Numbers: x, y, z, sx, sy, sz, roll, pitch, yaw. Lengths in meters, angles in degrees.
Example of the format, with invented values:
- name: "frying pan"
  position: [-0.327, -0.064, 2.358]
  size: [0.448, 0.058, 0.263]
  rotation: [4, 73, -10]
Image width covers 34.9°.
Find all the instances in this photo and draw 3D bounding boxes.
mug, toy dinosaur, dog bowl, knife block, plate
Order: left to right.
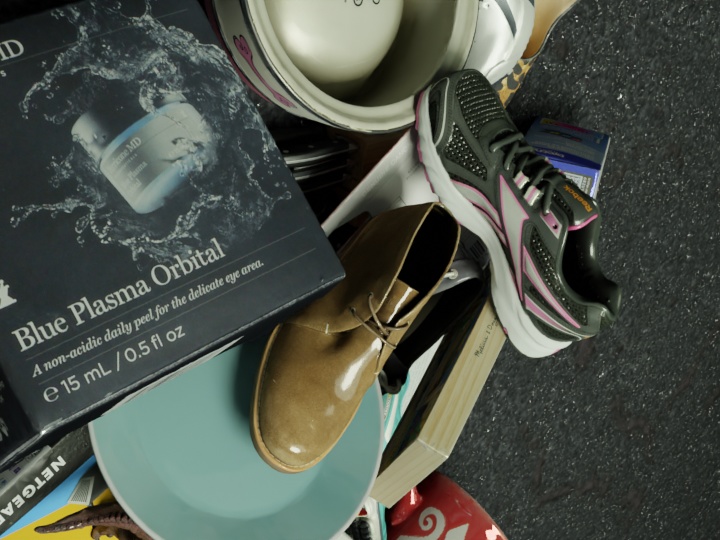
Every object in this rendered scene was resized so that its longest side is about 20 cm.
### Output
- name: "toy dinosaur"
  position: [-0.106, 0.183, 0.758]
  size: [0.199, 0.135, 0.086]
  rotation: [29, 92, -43]
- name: "plate"
  position: [-0.076, 0.085, 0.711]
  size: [0.199, 0.026, 0.202]
  rotation: [12, 65, -27]
- name: "dog bowl"
  position: [-0.016, -0.189, 0.745]
  size: [0.199, 0.074, 0.202]
  rotation: [-3, 94, -40]
- name: "knife block"
  position: [0.005, -0.092, 0.861]
  size: [0.200, 0.064, 0.176]
  rotation: [-52, 141, -6]
- name: "mug"
  position: [0.022, 0.288, 1.084]
  size: [0.200, 0.178, 0.134]
  rotation: [-41, 173, -16]

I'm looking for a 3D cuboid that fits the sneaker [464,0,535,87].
- name: "sneaker"
  position: [0.074, -0.238, 0.846]
  size: [0.129, 0.079, 0.201]
  rotation: [3, 109, -46]

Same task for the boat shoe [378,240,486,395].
- name: "boat shoe"
  position: [0.008, 0.056, 0.803]
  size: [0.200, 0.063, 0.073]
  rotation: [-47, 141, -4]

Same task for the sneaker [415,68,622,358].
- name: "sneaker"
  position: [0.114, -0.045, 0.749]
  size: [0.080, 0.086, 0.201]
  rotation: [-35, 100, -37]

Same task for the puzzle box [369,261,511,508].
- name: "puzzle box"
  position: [0.071, 0.066, 0.828]
  size: [0.201, 0.025, 0.133]
  rotation: [-60, 180, -31]

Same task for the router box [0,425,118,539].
- name: "router box"
  position: [-0.174, 0.136, 0.815]
  size: [0.200, 0.051, 0.150]
  rotation: [-45, 137, -21]

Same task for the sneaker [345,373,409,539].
- name: "sneaker"
  position: [0.014, 0.167, 0.961]
  size: [0.079, 0.077, 0.202]
  rotation: [-16, 119, -34]

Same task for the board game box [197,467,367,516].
- name: "board game box"
  position: [-0.076, 0.136, 0.807]
  size: [0.200, 0.095, 0.030]
  rotation: [26, 95, -53]

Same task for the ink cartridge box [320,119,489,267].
- name: "ink cartridge box"
  position: [0.000, 0.000, 0.836]
  size: [0.200, 0.045, 0.176]
  rotation: [-47, 141, -4]

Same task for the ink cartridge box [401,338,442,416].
- name: "ink cartridge box"
  position: [-0.010, 0.082, 0.981]
  size: [0.199, 0.047, 0.161]
  rotation: [10, 106, -32]

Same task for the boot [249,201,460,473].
- name: "boot"
  position: [-0.002, 0.034, 0.713]
  size: [0.073, 0.075, 0.201]
  rotation: [39, 63, -16]

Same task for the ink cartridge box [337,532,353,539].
- name: "ink cartridge box"
  position: [-0.022, 0.261, 0.905]
  size: [0.084, 0.200, 0.145]
  rotation: [-48, 177, -17]

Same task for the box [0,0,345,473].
- name: "box"
  position: [-0.149, -0.029, 0.625]
  size: [0.196, 0.117, 0.201]
  rotation: [-28, 87, -34]

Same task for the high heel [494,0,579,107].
- name: "high heel"
  position: [0.162, -0.204, 0.906]
  size: [0.071, 0.142, 0.202]
  rotation: [-6, 116, -44]

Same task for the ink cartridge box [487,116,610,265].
- name: "ink cartridge box"
  position: [0.159, -0.044, 0.978]
  size: [0.200, 0.076, 0.138]
  rotation: [-52, 154, -69]
